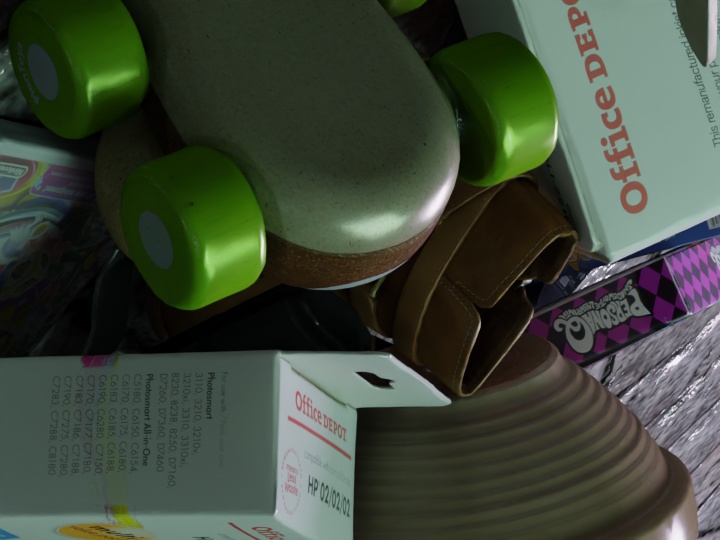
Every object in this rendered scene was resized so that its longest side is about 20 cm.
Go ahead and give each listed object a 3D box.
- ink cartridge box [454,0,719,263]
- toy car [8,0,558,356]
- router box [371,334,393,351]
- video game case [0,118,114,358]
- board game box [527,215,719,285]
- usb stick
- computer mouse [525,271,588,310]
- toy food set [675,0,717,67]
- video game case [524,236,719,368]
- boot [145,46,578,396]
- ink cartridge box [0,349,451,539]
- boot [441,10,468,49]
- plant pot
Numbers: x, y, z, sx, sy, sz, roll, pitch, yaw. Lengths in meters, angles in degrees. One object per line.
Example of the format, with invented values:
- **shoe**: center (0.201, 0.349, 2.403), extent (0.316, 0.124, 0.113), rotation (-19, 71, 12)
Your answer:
- **ink cartridge box**: center (0.150, -0.110, 1.254), extent (0.200, 0.145, 0.084), rotation (-24, -165, -15)
- **toy car**: center (-0.046, -0.030, 1.149), extent (0.164, 0.158, 0.200), rotation (-23, 157, -29)
- **router box**: center (-0.046, 0.119, 1.431), extent (0.157, 0.052, 0.200), rotation (24, 77, -70)
- **video game case**: center (-0.172, 0.025, 1.198), extent (0.200, 0.018, 0.143), rotation (-50, 160, 13)
- **board game box**: center (0.122, -0.023, 1.469), extent (0.200, 0.035, 0.135), rotation (-15, -178, 28)
- **usb stick**: center (-0.078, 0.055, 1.284), extent (0.200, 0.055, 0.033), rotation (-26, -145, 38)
- **computer mouse**: center (0.143, -0.059, 1.612), extent (0.200, 0.034, 0.059), rotation (-50, 157, -4)
- **toy food set**: center (0.194, -0.177, 1.123), extent (0.200, 0.060, 0.144), rotation (-41, 159, -10)
- **video game case**: center (0.104, 0.031, 1.481), extent (0.181, 0.036, 0.200), rotation (-25, 178, 22)
- **boot**: center (0.000, 0.000, 1.280), extent (0.077, 0.155, 0.200), rotation (-13, 143, -55)
- **ink cartridge box**: center (-0.072, 0.076, 1.195), extent (0.199, 0.068, 0.115), rotation (-2, 167, 15)
- **boot**: center (0.093, -0.152, 1.332), extent (0.200, 0.075, 0.097), rotation (-56, -175, 0)
- **plant pot**: center (0.045, 0.084, 1.308), extent (0.201, 0.201, 0.093), rotation (-24, 111, -44)
